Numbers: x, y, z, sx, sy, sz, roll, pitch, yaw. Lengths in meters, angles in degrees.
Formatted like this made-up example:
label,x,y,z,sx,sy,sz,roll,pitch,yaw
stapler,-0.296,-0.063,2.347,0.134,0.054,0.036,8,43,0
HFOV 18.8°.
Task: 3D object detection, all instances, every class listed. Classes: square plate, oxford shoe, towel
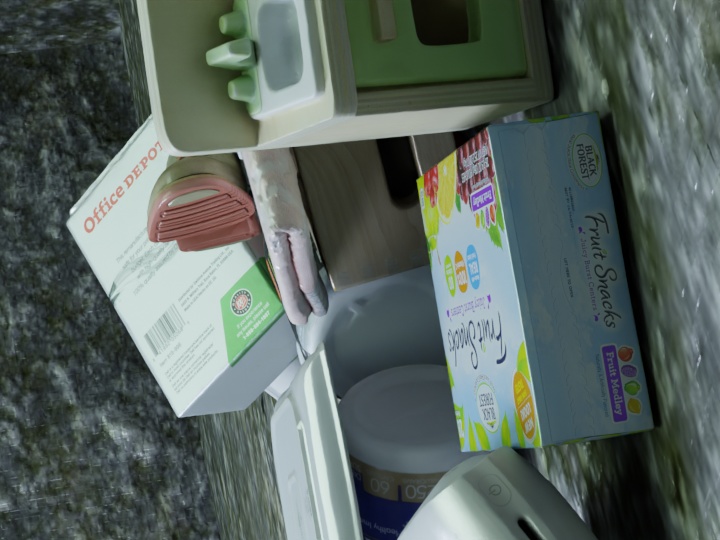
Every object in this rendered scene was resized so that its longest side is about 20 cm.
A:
label,x,y,z,sx,sy,sz,roll,pitch,yaw
square plate,-0.029,0.160,1.435,0.198,0.028,0.200,123,138,-76
oxford shoe,-0.109,-0.058,1.411,0.200,0.071,0.074,98,159,-84
towel,-0.063,-0.083,1.377,0.191,0.032,0.200,80,173,-70

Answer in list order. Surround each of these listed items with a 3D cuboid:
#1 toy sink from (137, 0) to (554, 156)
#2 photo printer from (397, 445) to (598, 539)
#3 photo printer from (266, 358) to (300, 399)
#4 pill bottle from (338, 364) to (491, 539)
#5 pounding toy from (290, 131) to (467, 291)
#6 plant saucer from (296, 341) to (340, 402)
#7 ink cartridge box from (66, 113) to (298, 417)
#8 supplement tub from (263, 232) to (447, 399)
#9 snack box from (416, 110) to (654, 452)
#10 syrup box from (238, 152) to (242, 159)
label,x,y,z,sx,sy,sz,roll,pitch,yaw
toy sink,-0.008,-0.141,1.198,0.112,0.200,0.131,-13,84,62
photo printer,0.091,0.184,1.179,0.166,0.069,0.200,54,164,10
photo printer,-0.078,0.030,1.861,0.200,0.069,0.166,41,-158,-43
pill bottle,0.044,0.174,1.452,0.116,0.116,0.200,-115,19,-59
pounding toy,0.016,-0.117,1.409,0.184,0.142,0.200,-113,7,-59
plant saucer,0.021,0.125,1.635,0.200,0.050,0.200,57,169,17
ink cartridge box,-0.123,-0.008,1.699,0.147,0.083,0.200,-45,66,30
supplement tub,0.000,0.000,1.544,0.200,0.122,0.123,-115,19,-59
snack box,0.091,0.013,1.191,0.200,0.068,0.169,151,110,-81
syrup box,-0.074,-0.185,1.577,0.081,0.079,0.200,-24,60,45
